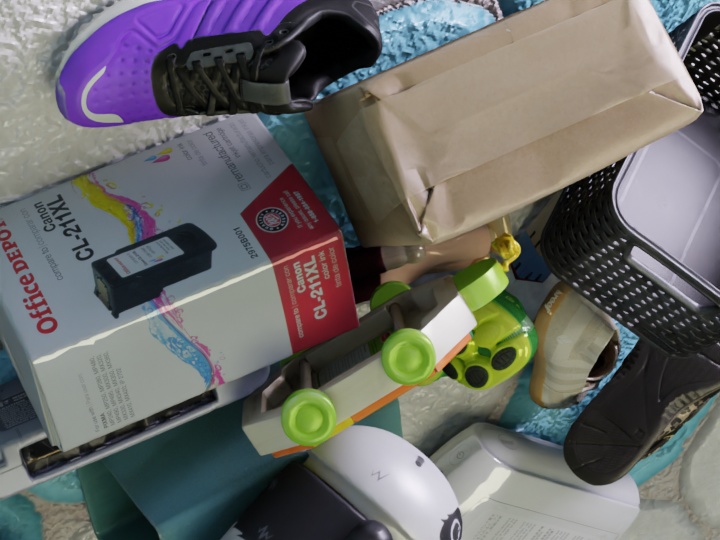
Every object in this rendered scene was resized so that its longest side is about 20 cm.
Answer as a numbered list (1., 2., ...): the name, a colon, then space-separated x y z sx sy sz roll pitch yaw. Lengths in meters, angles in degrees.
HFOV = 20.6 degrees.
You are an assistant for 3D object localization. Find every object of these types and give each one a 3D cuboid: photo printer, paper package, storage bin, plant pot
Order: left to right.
1. plant pot: -0.075 0.137 1.361 0.200 0.141 0.141 -26 136 -21
2. paper package: 0.079 -0.094 1.200 0.191 0.200 0.104 -25 95 -11
3. photo printer: 0.105 0.205 1.573 0.200 0.069 0.166 19 118 -41
4. storage bin: 0.224 -0.059 1.307 0.135 0.200 0.094 36 150 -11

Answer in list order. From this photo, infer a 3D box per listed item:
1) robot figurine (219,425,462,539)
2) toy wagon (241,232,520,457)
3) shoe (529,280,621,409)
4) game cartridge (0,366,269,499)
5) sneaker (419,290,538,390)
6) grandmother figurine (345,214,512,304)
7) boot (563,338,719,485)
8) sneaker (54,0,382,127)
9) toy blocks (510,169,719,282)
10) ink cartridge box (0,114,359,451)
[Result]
1. robot figurine: -0.025 0.193 1.247 0.200 0.150 0.125 -48 130 -8
2. toy wagon: 0.017 0.045 1.215 0.200 0.155 0.040 -31 101 4
3. shoe: 0.160 0.066 1.451 0.070 0.053 0.200 -62 164 -12
4. game cartridge: -0.165 0.080 1.258 0.200 0.133 0.041 -22 111 -12
5. sneaker: 0.079 0.036 1.355 0.084 0.200 0.074 -25 95 -15
6. grandmother figurine: 0.000 0.000 1.330 0.200 0.061 0.121 -16 160 -29
7. boot: 0.237 0.083 1.510 0.200 0.073 0.151 -49 170 2
8. sneaker: -0.077 -0.123 1.159 0.200 0.100 0.070 -21 132 -16
9. toy blocks: 0.203 -0.023 1.438 0.200 0.100 0.137 8 133 -35
10. ink cartridge box: -0.123 0.003 1.206 0.200 0.146 0.083 -23 134 -14
